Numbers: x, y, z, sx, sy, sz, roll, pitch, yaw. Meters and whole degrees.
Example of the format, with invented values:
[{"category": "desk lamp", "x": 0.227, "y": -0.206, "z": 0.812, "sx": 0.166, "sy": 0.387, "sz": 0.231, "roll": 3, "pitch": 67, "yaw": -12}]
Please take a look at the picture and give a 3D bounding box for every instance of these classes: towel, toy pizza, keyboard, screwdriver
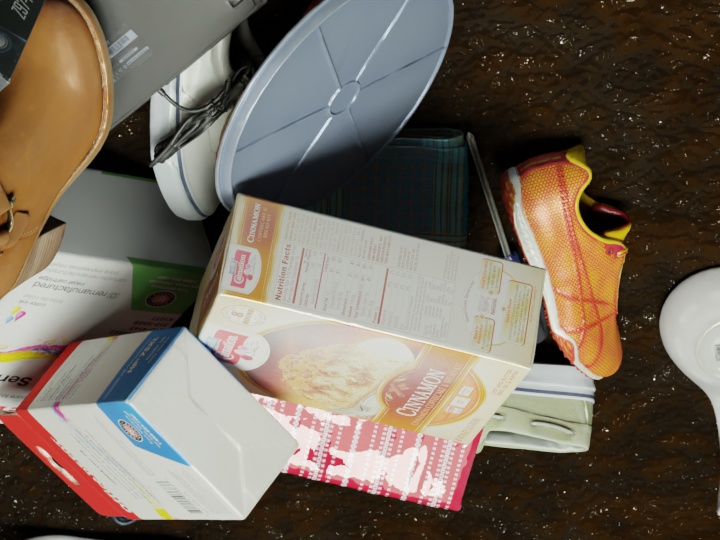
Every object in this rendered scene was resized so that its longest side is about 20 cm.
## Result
[{"category": "towel", "x": -0.008, "y": 0.084, "z": 1.586, "sx": 0.199, "sy": 0.023, "sz": 0.145, "roll": 13, "pitch": 112, "yaw": -7}, {"category": "toy pizza", "x": -0.020, "y": -0.116, "z": 1.442, "sx": 0.032, "sy": 0.200, "sz": 0.201, "roll": 42, "pitch": 137, "yaw": 23}, {"category": "keyboard", "x": -0.135, "y": -0.125, "z": 1.445, "sx": 0.200, "sy": 0.021, "sz": 0.127, "roll": -35, "pitch": 112, "yaw": 26}, {"category": "screwdriver", "x": 0.099, "y": -0.025, "z": 1.602, "sx": 0.028, "sy": 0.029, "sz": 0.200, "roll": -9, "pitch": 129, "yaw": 13}, {"category": "towel", "x": 0.000, "y": 0.000, "z": 1.574, "sx": 0.146, "sy": 0.022, "sz": 0.201, "roll": 0, "pitch": 110, "yaw": -1}]

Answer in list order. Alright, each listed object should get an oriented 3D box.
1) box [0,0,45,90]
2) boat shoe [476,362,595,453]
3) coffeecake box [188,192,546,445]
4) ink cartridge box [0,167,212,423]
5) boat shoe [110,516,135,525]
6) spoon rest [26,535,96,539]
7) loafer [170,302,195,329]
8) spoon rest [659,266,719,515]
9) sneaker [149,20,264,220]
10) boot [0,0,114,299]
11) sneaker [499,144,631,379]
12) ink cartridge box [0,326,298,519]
[{"category": "box", "x": -0.249, "y": -0.138, "z": 1.394, "sx": 0.043, "sy": 0.200, "sz": 0.160, "roll": 38, "pitch": 126, "yaw": -21}, {"category": "boat shoe", "x": 0.078, "y": 0.099, "z": 1.657, "sx": 0.199, "sy": 0.062, "sz": 0.072, "roll": 1, "pitch": 163, "yaw": -14}, {"category": "coffeecake box", "x": -0.002, "y": 0.034, "z": 1.471, "sx": 0.199, "sy": 0.073, "sz": 0.154, "roll": 14, "pitch": 156, "yaw": -8}, {"category": "ink cartridge box", "x": -0.216, "y": 0.021, "z": 1.592, "sx": 0.144, "sy": 0.084, "sz": 0.200, "roll": 8, "pitch": 140, "yaw": -40}, {"category": "boat shoe", "x": -0.130, "y": 0.123, "z": 1.726, "sx": 0.084, "sy": 0.069, "sz": 0.200, "roll": 19, "pitch": 132, "yaw": -13}, {"category": "spoon rest", "x": -0.202, "y": 0.249, "z": 1.862, "sx": 0.199, "sy": 0.061, "sz": 0.099, "roll": 9, "pitch": 136, "yaw": -23}, {"category": "loafer", "x": -0.047, "y": 0.039, "z": 1.645, "sx": 0.199, "sy": 0.063, "sz": 0.072, "roll": 1, "pitch": 162, "yaw": -13}, {"category": "spoon rest", "x": 0.269, "y": 0.081, "z": 1.675, "sx": 0.099, "sy": 0.061, "sz": 0.201, "roll": -4, "pitch": 120, "yaw": 7}, {"category": "sneaker", "x": -0.096, "y": -0.111, "z": 1.495, "sx": 0.070, "sy": 0.073, "sz": 0.201, "roll": 8, "pitch": 133, "yaw": 10}, {"category": "boot", "x": -0.226, "y": -0.065, "z": 1.380, "sx": 0.077, "sy": 0.155, "sz": 0.201, "roll": 28, "pitch": 114, "yaw": 16}, {"category": "sneaker", "x": 0.156, "y": 0.001, "z": 1.590, "sx": 0.077, "sy": 0.073, "sz": 0.200, "roll": -17, "pitch": 133, "yaw": 7}, {"category": "ink cartridge box", "x": -0.145, "y": 0.104, "z": 1.523, "sx": 0.116, "sy": 0.067, "sz": 0.200, "roll": 47, "pitch": 152, "yaw": -21}]
